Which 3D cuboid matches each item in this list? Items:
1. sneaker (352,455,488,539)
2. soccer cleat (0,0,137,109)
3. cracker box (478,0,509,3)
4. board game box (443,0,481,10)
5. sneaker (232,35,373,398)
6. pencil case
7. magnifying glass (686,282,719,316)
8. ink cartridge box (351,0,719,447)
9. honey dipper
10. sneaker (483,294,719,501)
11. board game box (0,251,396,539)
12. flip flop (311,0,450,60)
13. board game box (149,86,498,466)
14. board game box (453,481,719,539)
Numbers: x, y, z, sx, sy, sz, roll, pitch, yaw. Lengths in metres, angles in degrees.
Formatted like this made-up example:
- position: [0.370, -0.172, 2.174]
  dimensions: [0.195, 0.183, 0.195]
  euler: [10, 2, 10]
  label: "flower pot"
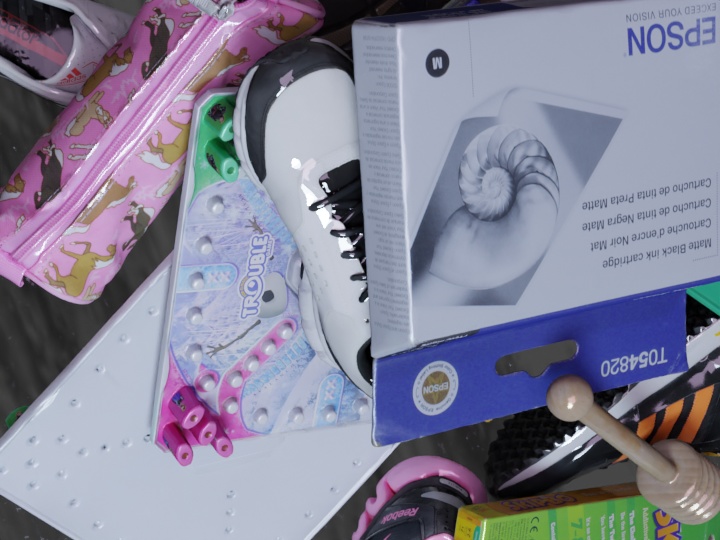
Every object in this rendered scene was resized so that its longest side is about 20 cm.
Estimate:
- position: [0.006, 0.199, 1.184]
  dimensions: [0.079, 0.095, 0.200]
  euler: [23, 108, -12]
  label: "sneaker"
- position: [-0.128, -0.103, 1.129]
  dimensions: [0.200, 0.085, 0.069]
  euler: [24, 97, -9]
  label: "soccer cleat"
- position: [0.156, -0.139, 1.120]
  dimensions: [0.134, 0.058, 0.200]
  euler: [-45, 101, -2]
  label: "cracker box"
- position: [0.131, -0.081, 1.178]
  dimensions: [0.152, 0.045, 0.200]
  euler: [-40, 102, 0]
  label: "board game box"
- position: [0.000, -0.019, 1.018]
  dimensions: [0.074, 0.080, 0.200]
  euler: [-29, 128, -11]
  label: "sneaker"
- position: [-0.105, -0.075, 1.064]
  dimensions: [0.200, 0.083, 0.086]
  euler: [-50, 141, 13]
  label: "pencil case"
- position: [0.171, -0.007, 1.116]
  dimensions: [0.199, 0.022, 0.080]
  euler: [12, 138, -12]
  label: "magnifying glass"
- position: [0.090, -0.027, 1.016]
  dimensions: [0.199, 0.041, 0.201]
  euler: [-12, 106, -32]
  label: "ink cartridge box"
- position: [0.136, 0.088, 1.102]
  dimensions: [0.038, 0.200, 0.038]
  euler: [-11, 66, 25]
  label: "honey dipper"
- position: [0.165, 0.082, 1.199]
  dimensions: [0.200, 0.070, 0.090]
  euler: [-38, 109, 4]
  label: "sneaker"
- position: [-0.070, 0.072, 1.145]
  dimensions: [0.200, 0.026, 0.200]
  euler: [-47, 131, 4]
  label: "board game box"
- position: [-0.005, -0.150, 1.147]
  dimensions: [0.200, 0.058, 0.081]
  euler: [-40, 112, -17]
  label: "flip flop"
- position: [0.000, 0.000, 1.098]
  dimensions: [0.199, 0.026, 0.200]
  euler: [-6, 122, -29]
  label: "board game box"
- position: [0.125, 0.166, 1.185]
  dimensions: [0.200, 0.030, 0.096]
  euler: [-1, 105, -39]
  label: "board game box"
